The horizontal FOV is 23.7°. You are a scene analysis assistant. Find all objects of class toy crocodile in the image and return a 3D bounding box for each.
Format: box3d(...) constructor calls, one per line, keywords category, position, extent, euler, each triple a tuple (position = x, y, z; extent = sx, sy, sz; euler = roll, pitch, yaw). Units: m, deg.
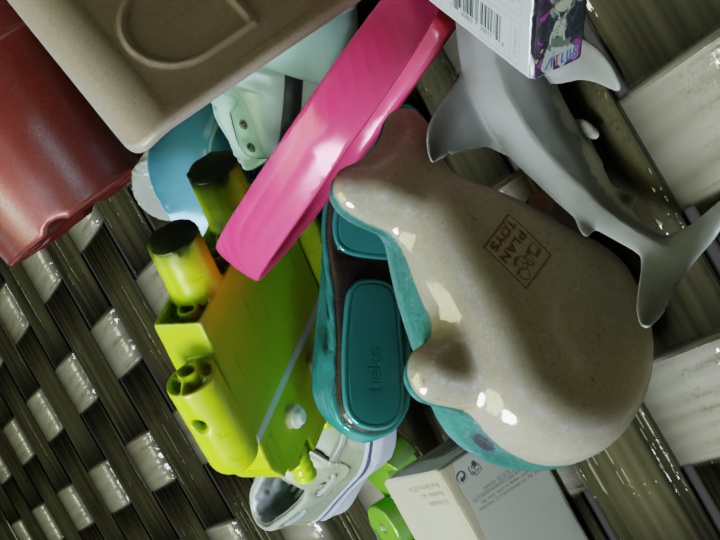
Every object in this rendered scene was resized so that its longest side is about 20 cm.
box3d(category="toy crocodile", position=(0.063, 0.203, 1.211), extent=(0.201, 0.067, 0.062), euler=(63, 157, -6))

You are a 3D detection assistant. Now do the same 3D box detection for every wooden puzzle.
box3d(category="wooden puzzle", position=(-0.089, -0.176, 0.941), extent=(0.185, 0.199, 0.046), euler=(49, 171, 25))

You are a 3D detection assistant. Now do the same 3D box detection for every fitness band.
box3d(category="fitness band", position=(-0.012, -0.077, 0.891), extent=(0.037, 0.144, 0.200), euler=(37, 133, 1))

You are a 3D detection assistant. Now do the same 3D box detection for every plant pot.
box3d(category="plant pot", position=(-0.291, -0.124, 1.429), extent=(0.196, 0.200, 0.201), euler=(53, 157, -5))

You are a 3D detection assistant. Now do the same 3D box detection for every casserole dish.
box3d(category="casserole dish", position=(-0.063, -0.036, 1.097), extent=(0.039, 0.122, 0.201), euler=(-20, 120, 28))

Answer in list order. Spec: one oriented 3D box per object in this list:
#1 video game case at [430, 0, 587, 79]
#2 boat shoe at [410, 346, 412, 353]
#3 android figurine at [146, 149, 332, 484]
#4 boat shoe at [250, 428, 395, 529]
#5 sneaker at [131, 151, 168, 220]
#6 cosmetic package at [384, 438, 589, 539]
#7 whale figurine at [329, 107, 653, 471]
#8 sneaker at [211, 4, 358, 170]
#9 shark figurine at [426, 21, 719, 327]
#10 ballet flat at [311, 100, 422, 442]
box3d(category="video game case", position=(0.033, -0.211, 0.763), extent=(0.200, 0.036, 0.182), euler=(44, 146, 38))
box3d(category="boat shoe", position=(0.045, 0.022, 1.039), extent=(0.200, 0.072, 0.063), euler=(24, 133, 56))
box3d(category="android figurine", position=(-0.060, 0.036, 0.995), extent=(0.041, 0.183, 0.201), euler=(-4, 127, 26))
box3d(category="boat shoe", position=(-0.027, 0.122, 1.147), extent=(0.072, 0.062, 0.201), euler=(52, 150, 23))
box3d(category="sneaker", position=(-0.094, -0.088, 1.211), extent=(0.072, 0.073, 0.199), euler=(50, 146, -17))
box3d(category="cosmetic package", position=(0.106, 0.203, 1.118), extent=(0.201, 0.073, 0.103), euler=(61, 158, 1))
box3d(category="whale figurine", position=(0.058, 0.015, 0.889), extent=(0.200, 0.159, 0.104), euler=(45, 143, -9))
box3d(category="sneaker", position=(-0.100, -0.116, 1.007), extent=(0.198, 0.074, 0.119), euler=(6, 112, 14))
box3d(category="shark figurine", position=(0.082, -0.062, 0.848), extent=(0.216, 0.089, 0.128), euler=(60, 158, 7))
box3d(category="ballet flat", position=(0.000, 0.000, 1.011), extent=(0.070, 0.067, 0.202), euler=(163, 113, -67))
